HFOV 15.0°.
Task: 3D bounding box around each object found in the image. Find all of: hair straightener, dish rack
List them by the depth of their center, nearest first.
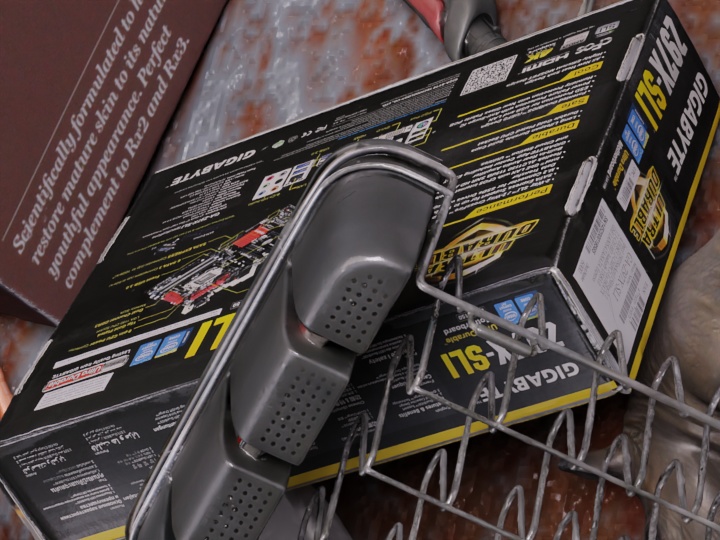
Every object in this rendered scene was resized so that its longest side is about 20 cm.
[{"bbox_3d":[0.048,0.075,0.717,0.154,0.199,0.055,-60,9,28],"label":"dish rack"},{"bbox_3d":[0.021,-0.135,0.924,0.077,0.041,0.200,-48,47,11],"label":"hair straightener"}]

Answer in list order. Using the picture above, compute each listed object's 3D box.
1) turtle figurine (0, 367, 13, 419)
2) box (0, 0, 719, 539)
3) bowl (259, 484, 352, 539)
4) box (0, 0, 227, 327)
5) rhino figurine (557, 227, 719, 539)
[{"bbox_3d":[-0.209,0.105,0.985,0.160,0.064,0.201,-8,66,35],"label":"turtle figurine"},{"bbox_3d":[0.000,0.000,0.823,0.199,0.049,0.160,-19,27,28],"label":"box"},{"bbox_3d":[-0.051,0.176,0.827,0.200,0.075,0.200,-39,53,20],"label":"bowl"},{"bbox_3d":[-0.184,-0.100,0.977,0.199,0.164,0.167,14,73,40],"label":"box"},{"bbox_3d":[0.121,0.022,0.765,0.087,0.060,0.201,43,115,27],"label":"rhino figurine"}]
